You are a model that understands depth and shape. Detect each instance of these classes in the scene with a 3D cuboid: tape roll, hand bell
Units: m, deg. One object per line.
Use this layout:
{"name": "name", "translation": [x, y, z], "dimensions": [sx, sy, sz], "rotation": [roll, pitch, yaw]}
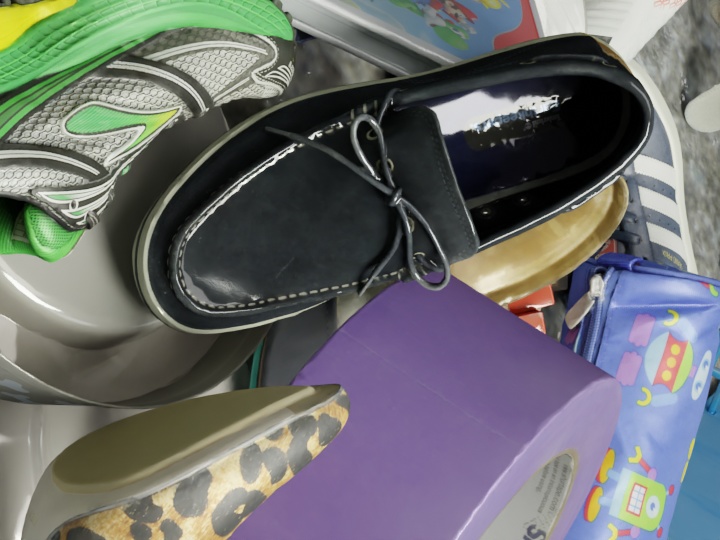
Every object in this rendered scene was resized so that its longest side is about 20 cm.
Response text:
{"name": "tape roll", "translation": [0.013, 0.105, 0.768], "dimensions": [0.200, 0.085, 0.200], "rotation": [-48, 159, -25]}
{"name": "hand bell", "translation": [0.025, -0.091, 0.839], "dimensions": [0.104, 0.104, 0.200], "rotation": [17, 42, -51]}

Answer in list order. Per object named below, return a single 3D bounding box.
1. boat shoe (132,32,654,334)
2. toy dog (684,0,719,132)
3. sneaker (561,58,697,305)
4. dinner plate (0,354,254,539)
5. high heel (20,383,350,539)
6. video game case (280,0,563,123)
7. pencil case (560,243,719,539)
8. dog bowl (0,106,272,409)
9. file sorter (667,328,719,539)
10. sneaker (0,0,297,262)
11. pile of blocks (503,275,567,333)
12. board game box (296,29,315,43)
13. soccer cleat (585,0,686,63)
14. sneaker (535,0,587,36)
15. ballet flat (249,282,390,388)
{"name": "boat shoe", "translation": [0.014, -0.032, 0.695], "dimensions": [0.200, 0.062, 0.075], "rotation": [-21, 106, -11]}
{"name": "toy dog", "translation": [0.249, -0.071, 1.214], "dimensions": [0.096, 0.132, 0.200], "rotation": [-32, 109, -11]}
{"name": "sneaker", "translation": [0.134, -0.026, 1.058], "dimensions": [0.085, 0.075, 0.200], "rotation": [-47, 120, -52]}
{"name": "dinner plate", "translation": [-0.087, 0.070, 0.781], "dimensions": [0.200, 0.024, 0.200], "rotation": [17, 68, -51]}
{"name": "high heel", "translation": [-0.072, 0.130, 0.676], "dimensions": [0.143, 0.200, 0.071], "rotation": [63, -1, -18]}
{"name": "video game case", "translation": [-0.015, -0.130, 0.772], "dimensions": [0.200, 0.017, 0.143], "rotation": [24, 30, -18]}
{"name": "pencil case", "translation": [0.124, 0.085, 0.980], "dimensions": [0.087, 0.078, 0.200], "rotation": [20, 82, -38]}
{"name": "dog bowl", "translation": [-0.112, -0.042, 0.718], "dimensions": [0.200, 0.059, 0.200], "rotation": [21, 61, -43]}
{"name": "file sorter", "translation": [0.249, 0.089, 1.100], "dimensions": [0.200, 0.139, 0.123], "rotation": [-31, 144, -52]}
{"name": "sneaker", "translation": [-0.100, -0.049, 0.644], "dimensions": [0.200, 0.078, 0.085], "rotation": [-20, 98, -41]}
{"name": "pile of blocks", "translation": [0.052, 0.027, 0.947], "dimensions": [0.082, 0.062, 0.200], "rotation": [56, 43, -31]}
{"name": "board game box", "translation": [-0.001, -0.187, 0.940], "dimensions": [0.200, 0.035, 0.136], "rotation": [-25, 104, -53]}
{"name": "soccer cleat", "translation": [0.106, -0.107, 1.002], "dimensions": [0.200, 0.069, 0.085], "rotation": [-31, 113, -25]}
{"name": "sneaker", "translation": [0.050, -0.176, 0.921], "dimensions": [0.080, 0.070, 0.201], "rotation": [0, 71, -26]}
{"name": "ballet flat", "translation": [0.000, 0.000, 0.854], "dimensions": [0.073, 0.073, 0.200], "rotation": [46, 41, -39]}
